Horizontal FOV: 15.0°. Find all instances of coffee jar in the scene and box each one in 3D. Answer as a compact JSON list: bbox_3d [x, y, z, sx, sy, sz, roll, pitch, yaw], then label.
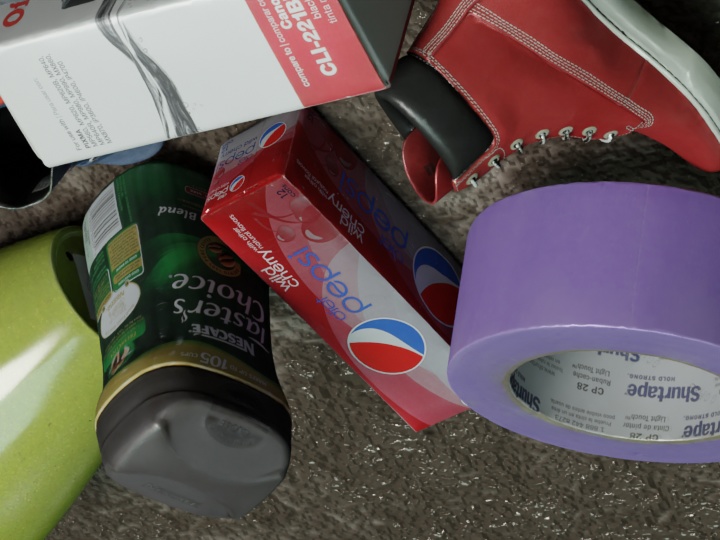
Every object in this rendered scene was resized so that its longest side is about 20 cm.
[{"bbox_3d":[-0.096,0.039,1.509,0.104,0.200,0.085,24,128,-31],"label":"coffee jar"}]

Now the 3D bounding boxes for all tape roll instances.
[{"bbox_3d":[0.151,0.032,1.482,0.199,0.085,0.200,9,158,4],"label":"tape roll"}]

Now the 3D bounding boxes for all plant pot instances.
[{"bbox_3d":[-0.211,0.067,1.615,0.187,0.187,0.200,39,119,-23],"label":"plant pot"}]

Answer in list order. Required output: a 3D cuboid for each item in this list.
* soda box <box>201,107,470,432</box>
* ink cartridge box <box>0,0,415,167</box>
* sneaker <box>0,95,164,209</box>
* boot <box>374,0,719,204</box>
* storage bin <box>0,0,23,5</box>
[{"bbox_3d":[0.000,0.000,1.547,0.063,0.070,0.200,-26,123,31],"label":"soda box"},{"bbox_3d":[-0.076,-0.143,1.371,0.200,0.144,0.084,-12,128,25],"label":"ink cartridge box"},{"bbox_3d":[-0.168,-0.068,1.460,0.075,0.085,0.200,-32,155,26],"label":"sneaker"},{"bbox_3d":[0.098,-0.074,1.383,0.200,0.144,0.072,36,174,-32],"label":"boot"},{"bbox_3d":[-0.215,-0.201,1.355,0.200,0.135,0.094,-10,131,23],"label":"storage bin"}]
